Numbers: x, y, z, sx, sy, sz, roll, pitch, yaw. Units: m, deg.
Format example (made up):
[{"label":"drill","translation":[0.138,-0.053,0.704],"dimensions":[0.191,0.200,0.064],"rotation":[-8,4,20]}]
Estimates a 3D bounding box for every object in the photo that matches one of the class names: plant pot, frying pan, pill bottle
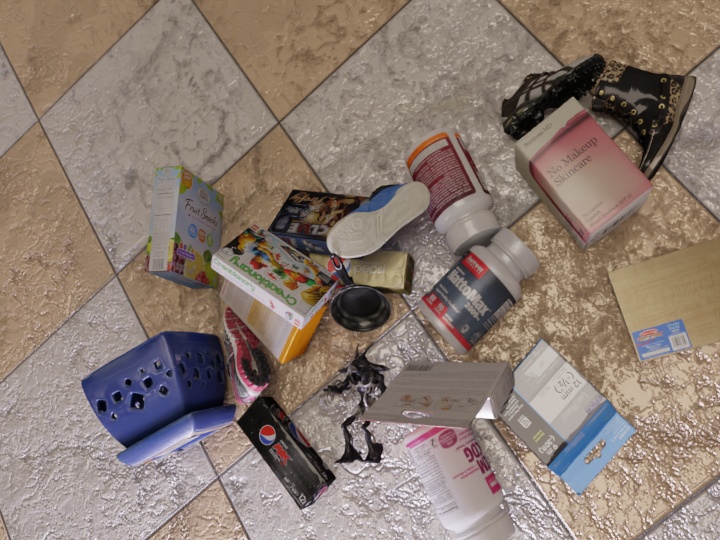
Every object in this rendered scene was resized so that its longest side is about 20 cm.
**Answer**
[{"label":"plant pot","translation":[-0.360,0.241,1.067],"dimensions":[0.196,0.200,0.184],"rotation":[-28,77,9]},{"label":"frying pan","translation":[-0.024,0.045,1.019],"dimensions":[0.113,0.189,0.031],"rotation":[-32,33,27]},{"label":"pill bottle","translation":[0.160,0.339,0.918],"dimensions":[0.111,0.113,0.204],"rotation":[-30,72,9]},{"label":"pill bottle","translation":[0.202,0.031,0.967],"dimensions":[0.200,0.119,0.120],"rotation":[-46,69,3]},{"label":"pill bottle","translation":[0.166,-0.139,1.018],"dimensions":[0.112,0.114,0.205],"rotation":[-26,71,10]}]

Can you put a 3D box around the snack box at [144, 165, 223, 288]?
[{"label":"snack box","translation":[-0.346,-0.080,1.140],"dimensions":[0.065,0.168,0.208],"rotation":[-3,78,15]}]

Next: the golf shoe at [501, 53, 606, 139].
[{"label":"golf shoe","translation":[0.328,-0.325,1.004],"dimensions":[0.197,0.077,0.097],"rotation":[-33,53,30]}]

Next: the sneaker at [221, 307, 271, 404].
[{"label":"sneaker","translation":[-0.231,0.154,1.087],"dimensions":[0.075,0.079,0.203],"rotation":[-50,42,30]}]

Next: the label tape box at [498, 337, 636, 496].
[{"label":"label tape box","translation":[0.320,0.233,0.915],"dimensions":[0.144,0.066,0.200],"rotation":[-47,68,3]}]

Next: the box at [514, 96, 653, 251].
[{"label":"box","translation":[0.367,-0.160,0.959],"dimensions":[0.127,0.109,0.203],"rotation":[-36,71,7]}]

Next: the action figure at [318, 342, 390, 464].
[{"label":"action figure","translation":[-0.004,0.231,1.002],"dimensions":[0.115,0.101,0.208],"rotation":[-8,77,27]}]

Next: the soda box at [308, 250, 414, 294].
[{"label":"soda box","translation":[0.000,0.000,1.068],"dimensions":[0.193,0.064,0.070],"rotation":[4,79,19]}]

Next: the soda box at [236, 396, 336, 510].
[{"label":"soda box","translation":[-0.136,0.327,1.042],"dimensions":[0.071,0.063,0.200],"rotation":[-45,70,2]}]

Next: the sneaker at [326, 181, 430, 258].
[{"label":"sneaker","translation":[0.024,-0.090,1.003],"dimensions":[0.197,0.111,0.078],"rotation":[-34,101,-6]}]

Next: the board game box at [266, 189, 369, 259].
[{"label":"board game box","translation":[-0.067,-0.091,1.086],"dimensions":[0.193,0.035,0.138],"rotation":[8,48,20]}]

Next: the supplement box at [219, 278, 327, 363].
[{"label":"supplement box","translation":[-0.168,0.055,1.081],"dimensions":[0.199,0.073,0.128],"rotation":[42,122,21]}]

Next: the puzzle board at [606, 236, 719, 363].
[{"label":"puzzle board","translation":[0.520,0.046,0.917],"dimensions":[0.194,0.017,0.156],"rotation":[-19,75,14]}]

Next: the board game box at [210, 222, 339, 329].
[{"label":"board game box","translation":[-0.149,0.005,1.009],"dimensions":[0.196,0.127,0.035],"rotation":[32,132,10]}]

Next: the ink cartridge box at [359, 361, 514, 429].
[{"label":"ink cartridge box","translation":[0.122,0.207,0.899],"dimensions":[0.195,0.175,0.046],"rotation":[-7,110,38]}]

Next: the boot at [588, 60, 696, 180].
[{"label":"boot","translation":[0.463,-0.259,0.969],"dimensions":[0.147,0.073,0.205],"rotation":[25,83,20]}]
